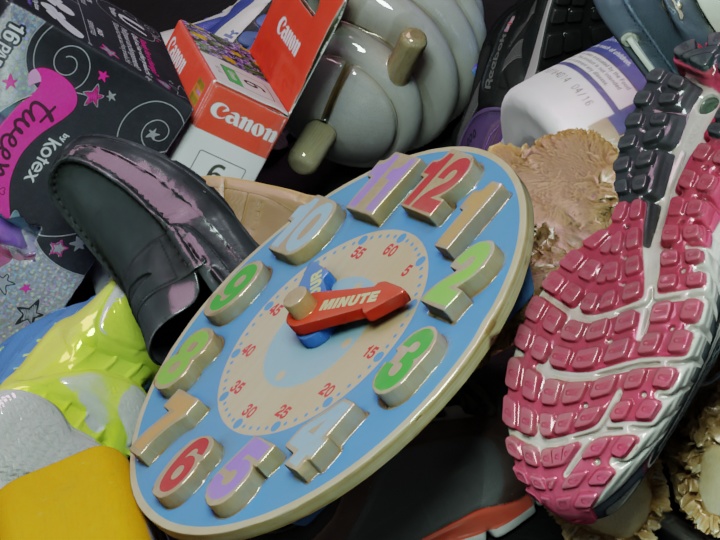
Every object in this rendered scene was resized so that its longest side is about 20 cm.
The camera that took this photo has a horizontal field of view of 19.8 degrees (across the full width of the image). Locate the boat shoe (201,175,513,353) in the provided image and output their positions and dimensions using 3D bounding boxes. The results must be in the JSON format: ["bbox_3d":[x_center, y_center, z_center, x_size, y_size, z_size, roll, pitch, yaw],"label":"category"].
[{"bbox_3d":[0.000,0.000,1.007,0.199,0.069,0.071,17,83,25],"label":"boat shoe"}]

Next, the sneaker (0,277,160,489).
[{"bbox_3d":[-0.158,0.079,0.995,0.105,0.076,0.200,-19,21,46],"label":"sneaker"}]

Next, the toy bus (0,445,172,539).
[{"bbox_3d":[-0.104,0.136,0.825,0.065,0.079,0.200,-23,28,-4],"label":"toy bus"}]

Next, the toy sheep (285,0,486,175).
[{"bbox_3d":[0.008,-0.127,1.166,0.137,0.138,0.200,3,41,38],"label":"toy sheep"}]

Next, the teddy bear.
[{"bbox_3d":[0.102,0.034,0.841,0.144,0.067,0.200,-24,54,-16],"label":"teddy bear"}]

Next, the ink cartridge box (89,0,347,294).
[{"bbox_3d":[-0.084,-0.081,1.107,0.201,0.050,0.109,-61,24,14],"label":"ink cartridge box"}]

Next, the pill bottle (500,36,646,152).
[{"bbox_3d":[0.176,-0.077,0.979,0.199,0.111,0.111,-27,28,-10],"label":"pill bottle"}]

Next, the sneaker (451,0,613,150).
[{"bbox_3d":[0.097,-0.125,1.037,0.075,0.201,0.088,13,22,-33],"label":"sneaker"}]

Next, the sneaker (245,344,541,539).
[{"bbox_3d":[0.018,0.073,0.851,0.200,0.082,0.077,-34,30,-24],"label":"sneaker"}]

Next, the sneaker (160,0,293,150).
[{"bbox_3d":[-0.077,-0.145,1.307,0.115,0.081,0.200,-2,34,27],"label":"sneaker"}]

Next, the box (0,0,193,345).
[{"bbox_3d":[-0.192,-0.051,1.090,0.200,0.114,0.132,-56,25,14],"label":"box"}]

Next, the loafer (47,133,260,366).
[{"bbox_3d":[-0.077,0.010,0.954,0.200,0.068,0.070,41,48,17],"label":"loafer"}]

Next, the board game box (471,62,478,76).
[{"bbox_3d":[0.172,-0.161,1.145,0.152,0.045,0.200,-20,17,44],"label":"board game box"}]

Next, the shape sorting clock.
[{"bbox_3d":[-0.016,0.024,0.818,0.199,0.039,0.200,-30,27,17],"label":"shape sorting clock"}]

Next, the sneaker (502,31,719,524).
[{"bbox_3d":[0.124,0.008,0.774,0.080,0.075,0.201,8,62,47],"label":"sneaker"}]

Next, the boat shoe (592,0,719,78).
[{"bbox_3d":[0.166,-0.060,0.875,0.062,0.200,0.075,-20,44,28],"label":"boat shoe"}]
